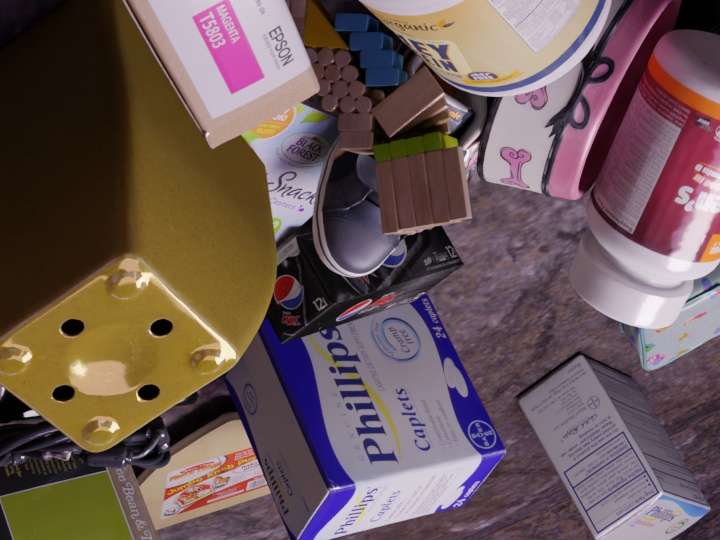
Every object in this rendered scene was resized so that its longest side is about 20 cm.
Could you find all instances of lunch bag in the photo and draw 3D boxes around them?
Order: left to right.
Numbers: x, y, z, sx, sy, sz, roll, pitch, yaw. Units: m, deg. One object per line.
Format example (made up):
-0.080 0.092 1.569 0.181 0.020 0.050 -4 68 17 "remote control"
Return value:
0.376 0.024 1.608 0.199 0.078 0.161 -27 153 -2 "lunch bag"

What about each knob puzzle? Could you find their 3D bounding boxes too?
-0.146 0.191 1.478 0.218 0.031 0.220 -20 151 -12 "knob puzzle"

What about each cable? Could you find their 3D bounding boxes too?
-0.239 0.147 1.200 0.161 0.051 0.200 -4 176 -10 "cable"

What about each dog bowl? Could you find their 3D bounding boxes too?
0.163 -0.140 1.046 0.201 0.073 0.201 -56 165 -24 "dog bowl"

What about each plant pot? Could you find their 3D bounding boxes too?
-0.166 -0.011 0.892 0.193 0.201 0.196 -33 131 10 "plant pot"

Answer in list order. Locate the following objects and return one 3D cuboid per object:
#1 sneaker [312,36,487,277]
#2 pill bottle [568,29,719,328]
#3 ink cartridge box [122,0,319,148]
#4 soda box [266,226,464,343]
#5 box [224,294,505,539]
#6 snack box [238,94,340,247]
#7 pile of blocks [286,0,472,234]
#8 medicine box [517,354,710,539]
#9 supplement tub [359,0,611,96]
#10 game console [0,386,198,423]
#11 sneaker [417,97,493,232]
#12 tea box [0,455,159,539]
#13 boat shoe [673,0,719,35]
0.031 -0.089 1.014 0.078 0.079 0.202 24 85 -27 "sneaker"
0.231 -0.064 1.056 0.109 0.110 0.201 -5 128 -36 "pill bottle"
-0.101 -0.187 0.747 0.075 0.166 0.200 -26 153 -1 "ink cartridge box"
0.000 0.000 1.194 0.071 0.064 0.199 -37 168 34 "soda box"
0.003 0.135 1.352 0.198 0.185 0.105 -8 148 -32 "box"
-0.095 -0.065 1.074 0.200 0.053 0.142 -42 150 23 "snack box"
0.016 -0.112 0.952 0.082 0.201 0.062 -34 171 15 "pile of blocks"
0.308 0.223 1.745 0.103 0.201 0.182 -37 150 18 "medicine box"
0.060 -0.205 0.879 0.144 0.145 0.200 -35 151 15 "supplement tub"
-0.241 0.067 1.205 0.199 0.116 0.178 -2 113 -40 "game console"
0.077 -0.101 1.138 0.074 0.081 0.200 -17 156 -47 "sneaker"
-0.290 0.259 1.286 0.195 0.201 0.134 -11 148 -27 "tea box"
0.309 -0.234 1.140 0.064 0.074 0.200 28 132 -28 "boat shoe"
